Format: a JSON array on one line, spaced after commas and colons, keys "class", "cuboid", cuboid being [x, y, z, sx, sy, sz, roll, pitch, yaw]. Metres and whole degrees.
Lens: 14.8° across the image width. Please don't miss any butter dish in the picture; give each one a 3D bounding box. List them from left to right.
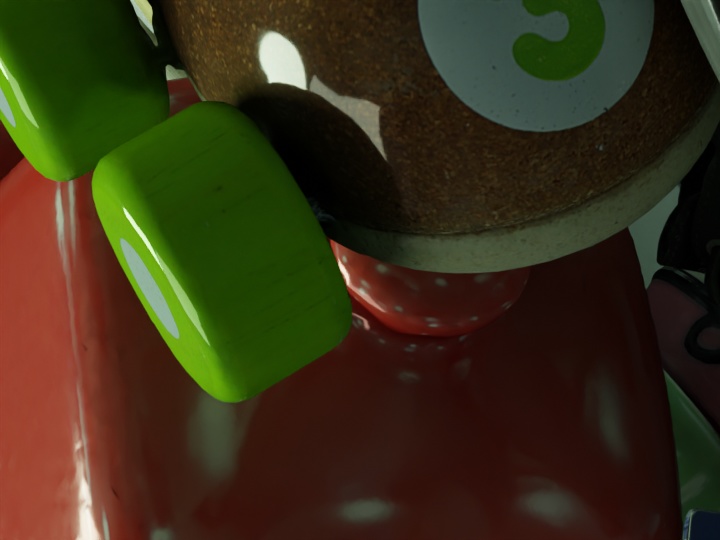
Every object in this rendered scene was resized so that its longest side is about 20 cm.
[{"class": "butter dish", "cuboid": [-0.004, 0.025, 0.630, 0.148, 0.199, 0.200, 123, 143, -55]}]

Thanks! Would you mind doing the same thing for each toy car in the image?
[{"class": "toy car", "cuboid": [-0.007, -0.109, 0.520, 0.158, 0.164, 0.200, 49, 164, 44]}]

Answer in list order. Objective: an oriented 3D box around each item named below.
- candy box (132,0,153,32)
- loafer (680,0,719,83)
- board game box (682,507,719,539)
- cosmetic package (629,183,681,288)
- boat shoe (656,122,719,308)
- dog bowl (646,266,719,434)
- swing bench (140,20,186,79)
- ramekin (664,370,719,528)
[{"class": "candy box", "cuboid": [-0.031, -0.125, 0.978, 0.055, 0.115, 0.200, 54, 176, -38]}, {"class": "loafer", "cuboid": [0.122, -0.008, 0.513, 0.200, 0.072, 0.063, 54, 168, -28]}, {"class": "board game box", "cuboid": [0.152, 0.121, 0.635, 0.199, 0.062, 0.200, 10, 162, -1]}, {"class": "cosmetic package", "cuboid": [0.088, 0.021, 1.087, 0.090, 0.107, 0.200, 51, 176, 8]}, {"class": "boat shoe", "cuboid": [0.096, -0.027, 0.685, 0.200, 0.066, 0.070, 51, 178, -2]}, {"class": "dog bowl", "cuboid": [0.154, 0.059, 0.815, 0.200, 0.074, 0.200, 50, 177, 3]}, {"class": "swing bench", "cuboid": [-0.064, -0.139, 1.306, 0.199, 0.130, 0.200, 49, -178, 24]}, {"class": "ramekin", "cuboid": [0.062, 0.082, 0.832, 0.200, 0.098, 0.200, 51, 178, 2]}]
